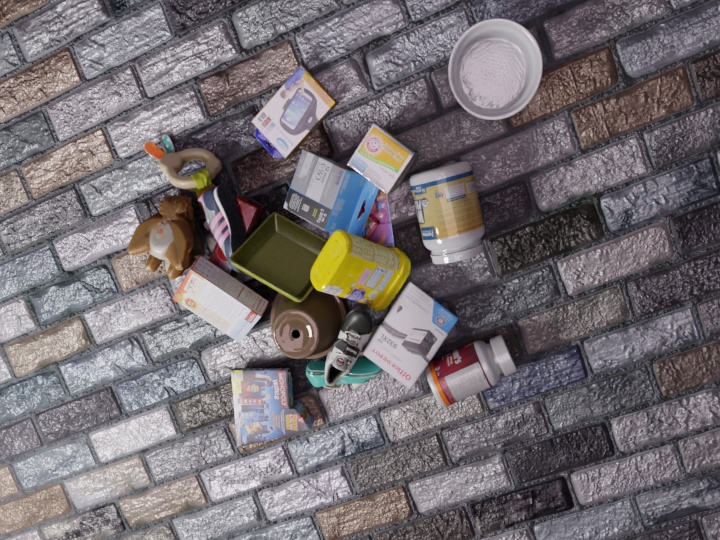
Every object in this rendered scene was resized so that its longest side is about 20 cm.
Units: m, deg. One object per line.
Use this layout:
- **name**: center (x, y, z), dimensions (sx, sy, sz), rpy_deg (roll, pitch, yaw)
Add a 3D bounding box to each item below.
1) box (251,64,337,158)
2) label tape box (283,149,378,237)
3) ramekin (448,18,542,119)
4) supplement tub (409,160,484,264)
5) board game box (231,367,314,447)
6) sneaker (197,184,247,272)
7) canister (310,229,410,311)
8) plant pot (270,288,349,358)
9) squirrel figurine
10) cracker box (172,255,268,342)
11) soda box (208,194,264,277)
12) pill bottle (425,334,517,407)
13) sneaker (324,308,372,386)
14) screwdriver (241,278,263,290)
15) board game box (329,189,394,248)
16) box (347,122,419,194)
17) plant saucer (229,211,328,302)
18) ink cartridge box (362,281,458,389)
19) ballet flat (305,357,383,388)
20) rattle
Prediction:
- **box**: center (-0.161, -0.360, 1.469), dimensions (0.119, 0.041, 0.200), rpy_deg (45, 100, -1)
- **label tape box**: center (-0.068, -0.171, 1.440), dimensions (0.198, 0.066, 0.146), rpy_deg (30, 105, 29)
- **ramekin**: center (0.288, -0.429, 1.364), dimensions (0.195, 0.098, 0.206), rpy_deg (1, 100, 8)
- **supplement tub**: center (0.197, -0.130, 1.405), dimensions (0.141, 0.145, 0.205), rpy_deg (-13, 98, 10)
- **board game box**: center (-0.218, 0.340, 1.589), dimensions (0.195, 0.062, 0.205), rpy_deg (-1, 100, 7)
- **sneaker**: center (-0.318, -0.091, 1.461), dimensions (0.080, 0.070, 0.205), rpy_deg (-12, 94, 28)
- **canister**: center (0.000, 0.000, 1.424), dimensions (0.197, 0.087, 0.150), rpy_deg (18, 114, -41)
- **plant pot**: center (-0.131, 0.125, 1.482), dimensions (0.195, 0.175, 0.206), rpy_deg (1, 100, 7)
- **squirrel figurine**: center (-0.436, -0.077, 1.501), dimensions (0.138, 0.187, 0.205), rpy_deg (9, 75, 7)
- **cracker box**: center (-0.336, 0.071, 1.513), dimensions (0.198, 0.058, 0.134), rpy_deg (36, 132, -12)
- **soda box**: center (-0.304, -0.078, 1.523), dimensions (0.062, 0.070, 0.203), rpy_deg (25, 102, 4)
- **pill bottle**: center (0.259, 0.232, 1.477), dimensions (0.197, 0.110, 0.111), rpy_deg (-26, 96, 11)
- **sneaker**: center (-0.029, 0.182, 1.434), dimensions (0.073, 0.089, 0.203), rpy_deg (22, 118, -4)
- **screwdriver**: center (-0.211, 0.022, 1.550), dimensions (0.195, 0.028, 0.029), rpy_deg (-13, 129, 9)
- **board game box**: center (-0.004, -0.101, 1.491), dimensions (0.154, 0.039, 0.205), rpy_deg (-7, 98, 9)
- **box**: center (0.054, -0.244, 1.376), dimensions (0.112, 0.200, 0.102), rpy_deg (36, 103, 0)
- **plant saucer**: center (-0.173, -0.022, 1.465), dimensions (0.197, 0.201, 0.048), rpy_deg (28, 137, 9)
- **ink cartridge box**: center (0.114, 0.150, 1.476), dimensions (0.144, 0.084, 0.202), rpy_deg (35, 90, 0)
- **ballet flat**: center (-0.036, 0.257, 1.555), dimensions (0.195, 0.068, 0.072), rpy_deg (-2, 124, 9)
- **rattle**: center (-0.423, -0.231, 1.534), dimensions (0.196, 0.143, 0.132), rpy_deg (17, 70, 20)
